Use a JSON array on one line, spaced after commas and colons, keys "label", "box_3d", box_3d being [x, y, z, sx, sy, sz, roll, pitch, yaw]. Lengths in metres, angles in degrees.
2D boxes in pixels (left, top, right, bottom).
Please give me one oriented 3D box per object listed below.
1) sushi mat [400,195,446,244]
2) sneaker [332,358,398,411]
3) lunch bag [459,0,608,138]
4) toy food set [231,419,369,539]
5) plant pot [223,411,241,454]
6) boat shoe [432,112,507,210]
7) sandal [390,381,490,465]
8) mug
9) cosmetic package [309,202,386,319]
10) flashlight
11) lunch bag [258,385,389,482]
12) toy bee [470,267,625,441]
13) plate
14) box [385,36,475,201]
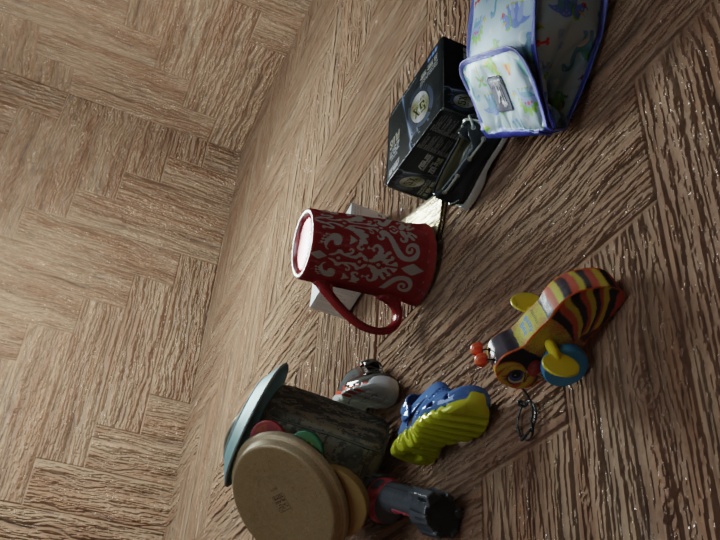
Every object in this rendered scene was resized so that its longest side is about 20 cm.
[{"label": "sushi mat", "box_3d": [0.091, -0.063, 1.342, 0.200, 0.012, 0.097, 144, 140, -63]}, {"label": "sneaker", "box_3d": [0.008, 0.174, 1.282, 0.200, 0.076, 0.083, -34, 36, 63]}, {"label": "lunch bag", "box_3d": [0.210, -0.270, 1.008, 0.170, 0.126, 0.202, -161, 74, -70]}, {"label": "toy food set", "box_3d": [-0.094, 0.303, 1.087, 0.200, 0.198, 0.049, -53, -14, 31]}, {"label": "plant pot", "box_3d": [-0.117, 0.344, 1.355, 0.202, 0.199, 0.184, -66, 31, 21]}, {"label": "boat shoe", "box_3d": [0.166, -0.185, 1.146, 0.076, 0.060, 0.202, -122, 51, -68]}, {"label": "sandal", "box_3d": [0.096, 0.177, 1.004, 0.200, 0.079, 0.088, -45, 29, 54]}, {"label": "mug", "box_3d": [0.004, -0.009, 1.231, 0.134, 0.198, 0.179, 123, 150, -45]}, {"label": "cosmetic package", "box_3d": [-0.024, -0.016, 1.537, 0.114, 0.080, 0.201, -90, 23, -47]}, {"label": "flashlight", "box_3d": [0.060, 0.304, 1.023, 0.200, 0.067, 0.069, -13, 69, 64]}, {"label": "lunch bag", "box_3d": [-0.071, 0.286, 1.193, 0.139, 0.198, 0.169, -58, -15, -78]}, {"label": "toy bee", "box_3d": [0.173, 0.081, 0.802, 0.131, 0.108, 0.202, -144, 72, -70]}, {"label": "plate", "box_3d": [-0.162, 0.225, 1.197, 0.200, 0.025, 0.202, 90, -154, -78]}, {"label": "box", "box_3d": [0.121, -0.242, 1.295, 0.200, 0.085, 0.165, 129, 151, -50]}]
